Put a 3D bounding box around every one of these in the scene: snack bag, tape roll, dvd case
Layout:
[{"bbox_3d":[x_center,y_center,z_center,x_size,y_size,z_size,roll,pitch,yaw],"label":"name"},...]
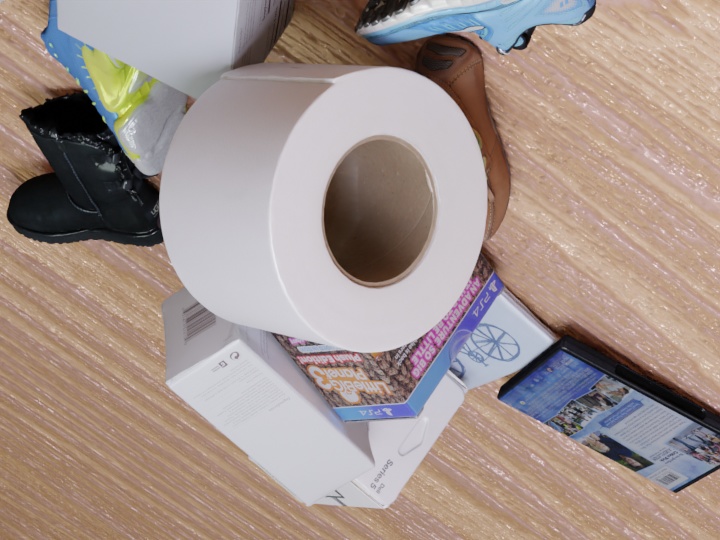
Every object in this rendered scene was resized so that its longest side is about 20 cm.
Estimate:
[{"bbox_3d":[0.068,0.030,1.595,0.200,0.021,0.188,42,148,-13],"label":"snack bag"},{"bbox_3d":[-0.026,-0.049,1.258,0.139,0.203,0.203,9,145,50],"label":"tape roll"},{"bbox_3d":[0.238,0.133,1.572,0.199,0.018,0.143,28,150,-8],"label":"dvd case"}]

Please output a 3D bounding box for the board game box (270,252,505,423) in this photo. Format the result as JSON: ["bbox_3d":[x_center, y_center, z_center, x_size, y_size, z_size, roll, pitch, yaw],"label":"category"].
[{"bbox_3d":[0.000,0.000,1.446,0.097,0.160,0.200,-9,126,49],"label":"board game box"}]

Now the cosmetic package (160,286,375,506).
[{"bbox_3d":[-0.078,0.098,1.491,0.081,0.113,0.200,-31,126,16],"label":"cosmetic package"}]

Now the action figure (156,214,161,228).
[{"bbox_3d":[-0.147,-0.026,1.576,0.069,0.201,0.130,-15,167,6],"label":"action figure"}]

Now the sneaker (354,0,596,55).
[{"bbox_3d":[0.078,-0.179,1.214,0.200,0.079,0.090,-5,138,46],"label":"sneaker"}]

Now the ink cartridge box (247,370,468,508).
[{"bbox_3d":[-0.005,0.148,1.678,0.084,0.146,0.200,42,159,-15],"label":"ink cartridge box"}]

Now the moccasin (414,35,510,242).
[{"bbox_3d":[0.074,-0.088,1.352,0.073,0.078,0.202,18,148,19],"label":"moccasin"}]

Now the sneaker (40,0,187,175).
[{"bbox_3d":[-0.215,-0.176,1.503,0.105,0.076,0.201,27,144,31],"label":"sneaker"}]

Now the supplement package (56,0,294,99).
[{"bbox_3d":[-0.132,-0.241,1.278,0.155,0.111,0.200,27,150,7],"label":"supplement package"}]

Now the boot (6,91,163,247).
[{"bbox_3d":[-0.279,-0.097,1.666,0.197,0.074,0.163,7,145,24],"label":"boot"}]

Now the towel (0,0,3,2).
[{"bbox_3d":[-0.305,-0.264,1.323,0.200,0.034,0.133,-6,113,56],"label":"towel"}]
